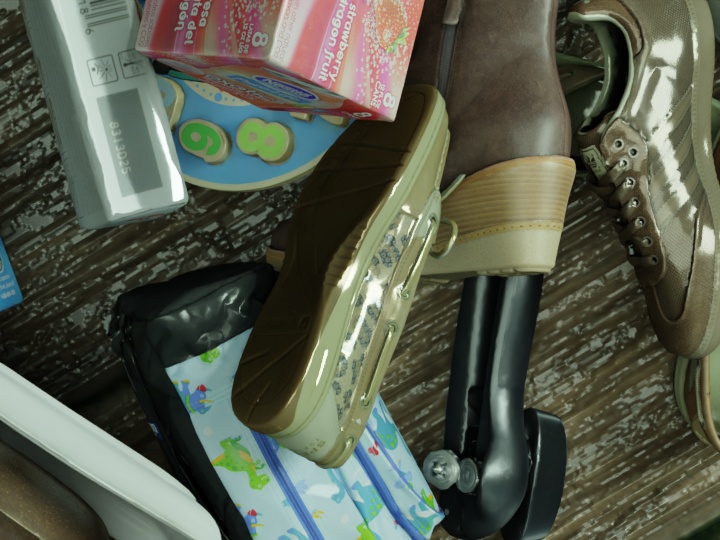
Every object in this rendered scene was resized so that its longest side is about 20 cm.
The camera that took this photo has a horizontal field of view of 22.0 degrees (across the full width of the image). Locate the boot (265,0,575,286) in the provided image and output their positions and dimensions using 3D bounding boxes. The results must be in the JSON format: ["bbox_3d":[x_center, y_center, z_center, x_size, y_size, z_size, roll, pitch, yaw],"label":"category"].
[{"bbox_3d":[0.031,-0.077,1.016,0.199,0.072,0.168,-4,84,37],"label":"boot"}]

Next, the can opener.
[{"bbox_3d":[0.076,0.057,1.059,0.063,0.078,0.202,2,92,42],"label":"can opener"}]

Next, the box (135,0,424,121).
[{"bbox_3d":[-0.022,-0.184,0.906,0.094,0.102,0.202,9,82,40],"label":"box"}]

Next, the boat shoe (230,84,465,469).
[{"bbox_3d":[0.000,0.000,0.937,0.063,0.073,0.201,36,71,-34],"label":"boat shoe"}]

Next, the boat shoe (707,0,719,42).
[{"bbox_3d":[0.226,-0.144,0.998,0.060,0.074,0.200,-47,113,-11],"label":"boat shoe"}]

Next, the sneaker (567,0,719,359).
[{"bbox_3d":[0.147,-0.052,0.983,0.075,0.070,0.202,-4,89,-17],"label":"sneaker"}]

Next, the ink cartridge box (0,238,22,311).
[{"bbox_3d":[-0.271,-0.058,1.019,0.084,0.145,0.202,-18,93,5],"label":"ink cartridge box"}]

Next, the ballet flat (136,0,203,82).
[{"bbox_3d":[-0.114,-0.187,0.993,0.068,0.068,0.201,-14,63,-18],"label":"ballet flat"}]

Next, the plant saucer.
[{"bbox_3d":[-0.209,0.116,1.015,0.200,0.200,0.037,33,73,0],"label":"plant saucer"}]

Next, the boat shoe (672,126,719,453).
[{"bbox_3d":[0.218,0.010,1.009,0.075,0.074,0.202,3,111,0],"label":"boat shoe"}]

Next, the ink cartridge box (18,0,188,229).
[{"bbox_3d":[-0.143,-0.103,0.989,0.050,0.200,0.164,-15,93,-10],"label":"ink cartridge box"}]

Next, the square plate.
[{"bbox_3d":[-0.164,0.099,1.000,0.197,0.200,0.029,33,74,-5],"label":"square plate"}]

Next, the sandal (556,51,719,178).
[{"bbox_3d":[0.117,-0.085,1.036,0.199,0.057,0.081,7,94,8],"label":"sandal"}]

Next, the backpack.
[{"bbox_3d":[-0.044,0.094,1.014,0.153,0.163,0.202,-17,95,-12],"label":"backpack"}]

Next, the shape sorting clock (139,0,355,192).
[{"bbox_3d":[-0.064,-0.144,1.026,0.199,0.039,0.202,-4,82,30],"label":"shape sorting clock"}]
